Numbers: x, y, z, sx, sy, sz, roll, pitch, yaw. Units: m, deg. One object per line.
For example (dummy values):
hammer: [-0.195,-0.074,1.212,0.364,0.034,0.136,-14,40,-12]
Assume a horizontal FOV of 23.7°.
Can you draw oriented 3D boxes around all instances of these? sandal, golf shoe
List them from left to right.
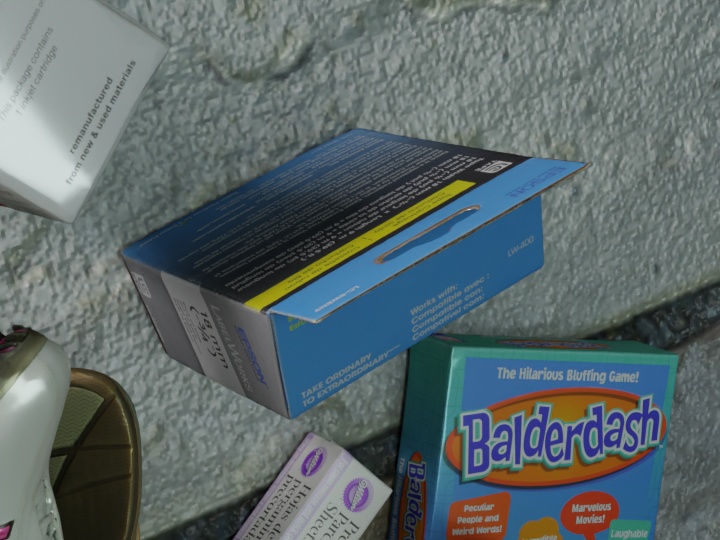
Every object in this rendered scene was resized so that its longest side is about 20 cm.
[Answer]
golf shoe: [-0.152,0.112,0.723,0.091,0.073,0.201,25,119,-3]
sandal: [-0.130,0.130,0.788,0.054,0.079,0.202,-53,148,-60]

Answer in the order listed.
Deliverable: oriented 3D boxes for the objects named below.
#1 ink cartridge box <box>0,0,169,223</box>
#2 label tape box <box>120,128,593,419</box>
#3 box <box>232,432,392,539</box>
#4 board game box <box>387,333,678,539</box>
ink cartridge box: [-0.195,-0.105,0.663,0.199,0.147,0.086,31,82,-29]
label tape box: [0.000,0.000,0.760,0.143,0.200,0.064,-29,112,-22]
box: [-0.062,0.174,0.848,0.041,0.039,0.201,43,77,-29]
board game box: [0.088,0.137,0.923,0.151,0.045,0.202,3,97,-30]
